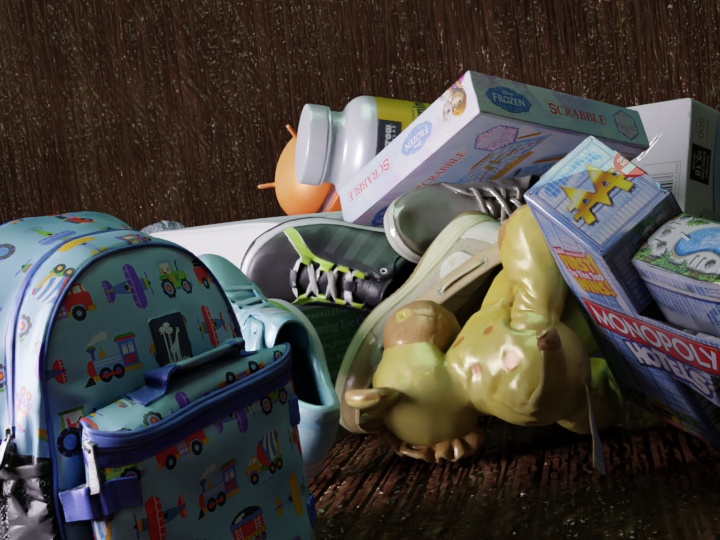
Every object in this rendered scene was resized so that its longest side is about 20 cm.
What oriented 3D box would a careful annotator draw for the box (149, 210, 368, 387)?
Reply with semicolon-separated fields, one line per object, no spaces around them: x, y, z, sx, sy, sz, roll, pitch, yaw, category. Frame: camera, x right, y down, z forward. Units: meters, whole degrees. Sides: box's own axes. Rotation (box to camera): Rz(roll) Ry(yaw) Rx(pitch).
-0.069;0.032;1.072;0.199;0.173;0.198;-4;4;43;box

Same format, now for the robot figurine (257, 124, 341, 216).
-0.010;-0.095;1.222;0.199;0.117;0.144;20;-25;-23;robot figurine

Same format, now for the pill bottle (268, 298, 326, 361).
-0.133;0.092;0.835;0.199;0.112;0.111;-12;6;-42;pill bottle

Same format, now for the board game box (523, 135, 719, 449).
0.191;0.020;0.648;0.062;0.200;0.200;-41;23;-9;board game box

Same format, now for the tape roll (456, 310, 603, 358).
0.134;0.037;0.960;0.199;0.085;0.200;-20;14;5;tape roll

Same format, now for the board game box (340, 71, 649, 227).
0.116;-0.090;0.969;0.198;0.041;0.200;6;-29;-35;board game box

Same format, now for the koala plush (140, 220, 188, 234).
-0.203;0.045;1.284;0.176;0.185;0.200;-10;17;-28;koala plush

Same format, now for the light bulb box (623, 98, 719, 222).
0.361;-0.067;1.207;0.199;0.200;0.124;10;-7;-41;light bulb box

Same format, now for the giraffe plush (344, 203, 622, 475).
0.082;0.069;0.754;0.161;0.173;0.201;-16;36;22;giraffe plush

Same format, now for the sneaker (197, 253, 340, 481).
-0.065;0.047;0.770;0.074;0.200;0.082;-5;-42;-40;sneaker

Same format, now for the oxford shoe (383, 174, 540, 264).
0.105;-0.046;0.898;0.199;0.076;0.058;-5;-18;-35;oxford shoe

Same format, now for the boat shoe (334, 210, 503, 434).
0.055;0.048;0.835;0.073;0.201;0.063;39;-1;-42;boat shoe

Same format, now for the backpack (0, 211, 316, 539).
-0.120;0.068;0.559;0.134;0.202;0.182;-4;5;33;backpack

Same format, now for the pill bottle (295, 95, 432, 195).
0.037;-0.118;1.113;0.198;0.113;0.112;5;2;-12;pill bottle

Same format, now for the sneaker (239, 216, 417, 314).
0.000;0.000;0.897;0.198;0.072;0.083;-3;24;-9;sneaker
